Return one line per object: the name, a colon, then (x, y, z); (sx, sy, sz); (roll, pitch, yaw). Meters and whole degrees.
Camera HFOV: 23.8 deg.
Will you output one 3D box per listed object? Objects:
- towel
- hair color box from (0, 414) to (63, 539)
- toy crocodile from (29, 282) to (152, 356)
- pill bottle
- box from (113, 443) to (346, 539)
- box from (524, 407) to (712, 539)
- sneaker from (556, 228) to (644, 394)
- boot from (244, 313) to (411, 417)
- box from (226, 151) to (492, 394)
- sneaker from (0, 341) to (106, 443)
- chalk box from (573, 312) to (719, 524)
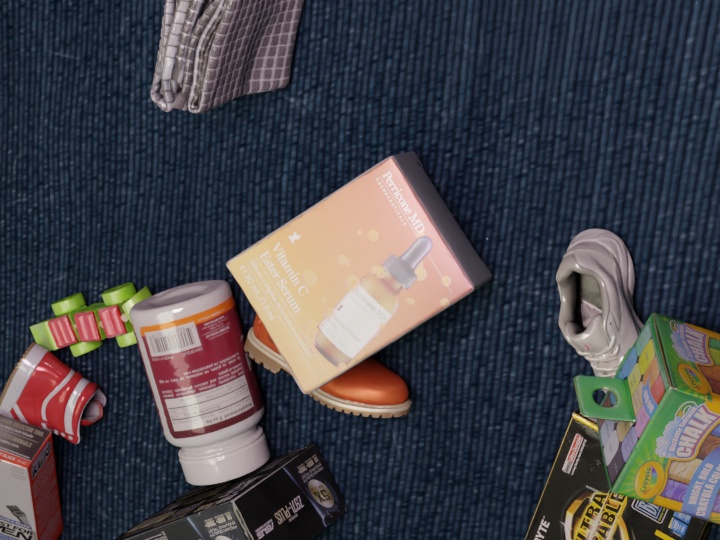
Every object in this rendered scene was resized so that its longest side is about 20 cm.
towel: (-0.120, -0.253, 1.647); (0.085, 0.166, 0.201); (23, 117, 17)
hair color box: (-0.419, 0.255, 2.013); (0.111, 0.064, 0.200); (18, 137, 12)
toy crocodile: (-0.301, 0.059, 1.927); (0.200, 0.062, 0.068); (-12, 99, 35)
pill bottle: (-0.168, 0.120, 1.834); (0.114, 0.114, 0.201); (-7, 103, 33)
box: (-0.143, 0.278, 1.843); (0.200, 0.164, 0.086); (-24, 93, 35)
box: (0.251, 0.249, 1.659); (0.159, 0.049, 0.201); (28, 119, 19)
sneaker: (0.225, 0.067, 1.580); (0.078, 0.099, 0.201); (-22, 94, 35)
boot: (-0.026, 0.076, 1.759); (0.200, 0.075, 0.108); (28, 114, 22)
box: (0.000, 0.000, 1.657); (0.200, 0.106, 0.153); (-33, 88, 15)
sneaker: (-0.368, 0.173, 2.002); (0.112, 0.071, 0.200); (31, 140, -2)
chalk box: (0.286, 0.128, 1.499); (0.199, 0.125, 0.124); (18, 120, -11)
